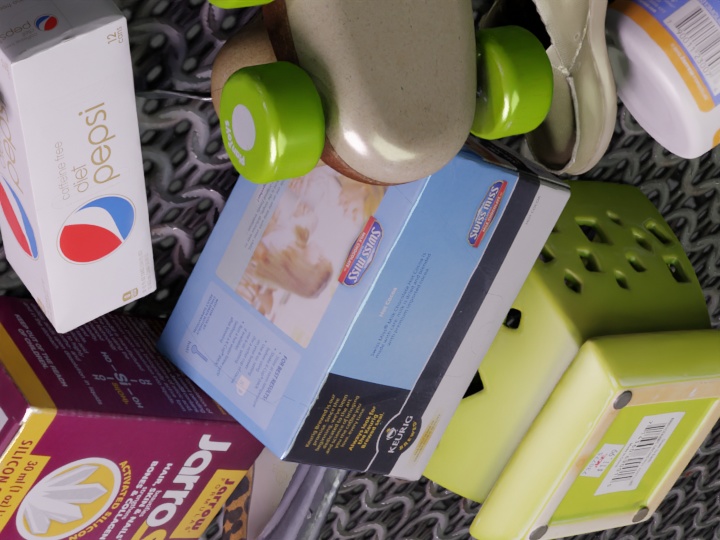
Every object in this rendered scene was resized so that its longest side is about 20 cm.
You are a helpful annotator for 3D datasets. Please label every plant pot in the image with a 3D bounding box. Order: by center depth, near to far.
[{"bbox_3d":[0.136,0.068,1.317,0.198,0.182,0.201,-1,130,-43],"label":"plant pot"}]

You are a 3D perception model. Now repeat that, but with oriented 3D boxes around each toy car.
[{"bbox_3d":[-0.030,-0.116,0.981,0.163,0.199,0.159,-12,93,-31],"label":"toy car"}]

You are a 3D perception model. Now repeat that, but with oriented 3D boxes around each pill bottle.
[{"bbox_3d":[0.254,-0.171,1.217,0.199,0.112,0.112,-37,147,-6],"label":"pill bottle"}]

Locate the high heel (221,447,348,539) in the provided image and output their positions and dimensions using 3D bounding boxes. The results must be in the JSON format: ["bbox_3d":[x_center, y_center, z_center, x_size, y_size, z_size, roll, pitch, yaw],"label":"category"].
[{"bbox_3d":[-0.073,0.162,1.213,0.071,0.200,0.144,26,87,-18],"label":"high heel"}]

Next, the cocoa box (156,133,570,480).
[{"bbox_3d":[0.000,0.000,1.116,0.131,0.133,0.201,14,108,-49],"label":"cocoa box"}]

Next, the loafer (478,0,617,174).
[{"bbox_3d":[0.108,-0.136,1.156,0.068,0.076,0.201,-25,135,-18],"label":"loafer"}]

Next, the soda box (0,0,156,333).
[{"bbox_3d":[-0.153,-0.063,0.982,0.063,0.068,0.201,-26,144,-20],"label":"soda box"}]

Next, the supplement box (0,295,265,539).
[{"bbox_3d":[-0.170,0.100,1.122,0.199,0.103,0.131,9,123,-50],"label":"supplement box"}]
